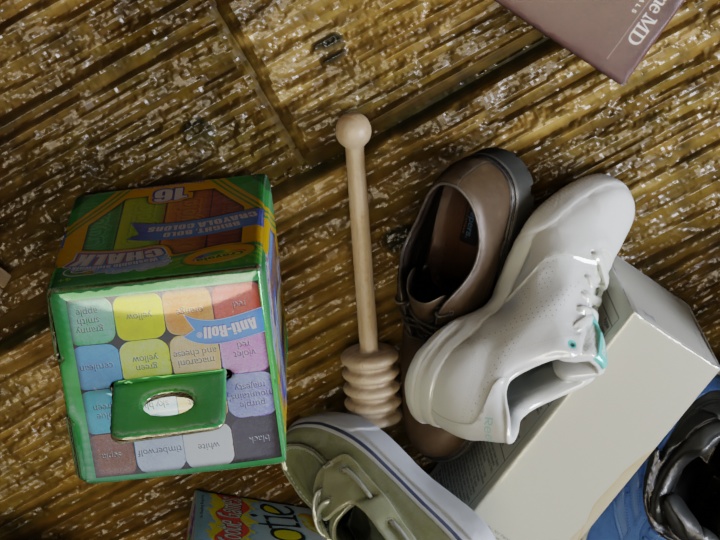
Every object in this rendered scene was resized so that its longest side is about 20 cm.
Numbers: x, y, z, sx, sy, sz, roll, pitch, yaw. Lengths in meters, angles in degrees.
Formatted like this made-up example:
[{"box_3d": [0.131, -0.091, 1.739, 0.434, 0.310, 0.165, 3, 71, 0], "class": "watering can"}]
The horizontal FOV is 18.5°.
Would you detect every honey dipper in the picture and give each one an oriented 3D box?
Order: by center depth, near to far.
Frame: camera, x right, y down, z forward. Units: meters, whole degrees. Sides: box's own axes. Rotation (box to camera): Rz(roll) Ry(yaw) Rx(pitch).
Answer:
[{"box_3d": [0.000, 0.000, 1.374, 0.038, 0.038, 0.201, -6, 109, 0], "class": "honey dipper"}]

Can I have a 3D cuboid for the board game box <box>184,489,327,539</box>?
[{"box_3d": [-0.018, 0.222, 1.421, 0.199, 0.105, 0.104, 9, 110, -6], "class": "board game box"}]

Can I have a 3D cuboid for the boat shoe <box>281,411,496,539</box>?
[{"box_3d": [0.004, 0.144, 1.346, 0.062, 0.200, 0.072, -17, 119, -32], "class": "boat shoe"}]

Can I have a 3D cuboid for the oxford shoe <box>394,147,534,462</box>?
[{"box_3d": [0.047, 0.027, 1.350, 0.072, 0.084, 0.201, 16, 111, 30], "class": "oxford shoe"}]

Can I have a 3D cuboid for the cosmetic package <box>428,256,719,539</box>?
[{"box_3d": [0.127, 0.098, 1.379, 0.073, 0.104, 0.200, 33, 108, -16], "class": "cosmetic package"}]

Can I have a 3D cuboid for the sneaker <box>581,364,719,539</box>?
[{"box_3d": [0.196, 0.165, 1.402, 0.076, 0.111, 0.201, 18, 110, -9], "class": "sneaker"}]

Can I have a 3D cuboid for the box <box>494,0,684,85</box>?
[{"box_3d": [0.097, -0.206, 1.277, 0.199, 0.075, 0.100, 31, 107, -15], "class": "box"}]

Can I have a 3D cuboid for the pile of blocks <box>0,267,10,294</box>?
[{"box_3d": [-0.278, 0.064, 1.363, 0.062, 0.082, 0.200, 36, 105, -14], "class": "pile of blocks"}]

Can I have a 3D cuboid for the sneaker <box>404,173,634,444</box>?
[{"box_3d": [0.118, 0.029, 1.309, 0.200, 0.088, 0.075, -49, 138, -23], "class": "sneaker"}]

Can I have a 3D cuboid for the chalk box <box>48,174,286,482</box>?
[{"box_3d": [-0.109, 0.039, 1.287, 0.124, 0.200, 0.124, -6, 111, 0], "class": "chalk box"}]
